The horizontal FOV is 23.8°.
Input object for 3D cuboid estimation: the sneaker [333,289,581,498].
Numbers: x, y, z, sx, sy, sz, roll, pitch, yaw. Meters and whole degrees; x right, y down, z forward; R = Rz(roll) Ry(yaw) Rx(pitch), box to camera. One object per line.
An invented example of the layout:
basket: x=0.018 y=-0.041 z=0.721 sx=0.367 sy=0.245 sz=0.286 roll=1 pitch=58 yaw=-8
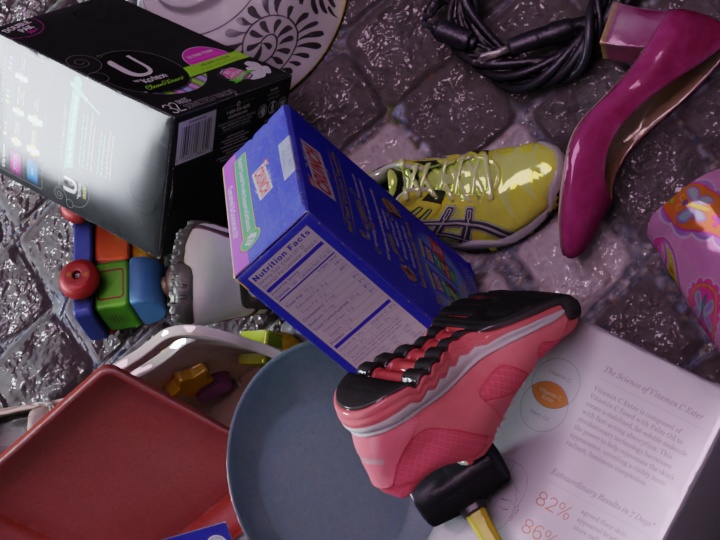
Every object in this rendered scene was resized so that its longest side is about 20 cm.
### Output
sneaker: x=0.068 y=0.077 z=1.105 sx=0.073 sy=0.199 sz=0.088 roll=8 pitch=120 yaw=51

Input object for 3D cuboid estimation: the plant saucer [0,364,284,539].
plant saucer: x=-0.175 y=0.156 z=1.248 sx=0.200 sy=0.199 sz=0.037 roll=-40 pitch=39 yaw=22

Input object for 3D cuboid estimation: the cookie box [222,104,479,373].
cookie box: x=0.000 y=0.000 z=1.203 sx=0.075 sy=0.200 sz=0.172 roll=-42 pitch=26 yaw=16

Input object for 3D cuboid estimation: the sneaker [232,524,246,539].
sneaker: x=-0.031 y=0.237 z=1.244 sx=0.199 sy=0.080 sz=0.077 roll=35 pitch=92 yaw=34

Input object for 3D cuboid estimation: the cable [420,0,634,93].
cable: x=0.146 y=-0.241 z=1.338 sx=0.163 sy=0.051 sz=0.201 roll=35 pitch=90 yaw=31

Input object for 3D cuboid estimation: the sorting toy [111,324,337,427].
sorting toy: x=-0.124 y=0.095 z=1.281 sx=0.199 sy=0.180 sz=0.107 roll=-32 pitch=62 yaw=12

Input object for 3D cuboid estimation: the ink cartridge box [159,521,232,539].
ink cartridge box: x=-0.111 y=0.292 z=1.245 sx=0.094 sy=0.037 sz=0.202 roll=-18 pitch=90 yaw=20

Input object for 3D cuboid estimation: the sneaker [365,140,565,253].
sneaker: x=0.061 y=-0.053 z=1.301 sx=0.198 sy=0.076 sz=0.076 roll=-17 pitch=64 yaw=19

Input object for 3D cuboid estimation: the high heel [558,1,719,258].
high heel: x=0.208 y=-0.098 z=1.259 sx=0.095 sy=0.067 sz=0.202 roll=14 pitch=77 yaw=17

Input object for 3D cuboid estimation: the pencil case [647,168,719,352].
pencil case: x=0.277 y=0.026 z=1.165 sx=0.087 sy=0.087 sz=0.201 roll=-37 pitch=61 yaw=10

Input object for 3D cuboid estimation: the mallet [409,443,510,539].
mallet: x=0.106 y=0.194 z=1.096 sx=0.066 sy=0.041 sz=0.200 roll=-40 pitch=64 yaw=7

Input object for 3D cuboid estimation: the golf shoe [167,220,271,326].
golf shoe: x=-0.083 y=0.000 z=1.287 sx=0.087 sy=0.200 sz=0.078 roll=3 pitch=98 yaw=17

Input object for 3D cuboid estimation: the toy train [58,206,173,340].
toy train: x=-0.185 y=-0.047 z=1.428 sx=0.115 sy=0.085 sz=0.202 roll=-8 pitch=61 yaw=7

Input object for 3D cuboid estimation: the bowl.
bowl: x=-0.119 y=-0.243 z=1.446 sx=0.199 sy=0.094 sz=0.203 roll=-8 pitch=70 yaw=23

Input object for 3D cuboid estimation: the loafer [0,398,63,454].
loafer: x=-0.272 y=0.142 z=1.406 sx=0.198 sy=0.063 sz=0.073 roll=-9 pitch=68 yaw=24

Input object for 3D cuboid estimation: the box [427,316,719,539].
box: x=0.161 y=0.152 z=1.161 sx=0.152 sy=0.106 sz=0.201 roll=27 pitch=86 yaw=32

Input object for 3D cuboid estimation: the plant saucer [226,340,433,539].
plant saucer: x=-0.013 y=0.150 z=1.229 sx=0.039 sy=0.199 sz=0.203 roll=-34 pitch=53 yaw=54

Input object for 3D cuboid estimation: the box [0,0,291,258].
box: x=-0.181 y=-0.120 z=1.368 sx=0.199 sy=0.148 sz=0.125 roll=26 pitch=122 yaw=28
